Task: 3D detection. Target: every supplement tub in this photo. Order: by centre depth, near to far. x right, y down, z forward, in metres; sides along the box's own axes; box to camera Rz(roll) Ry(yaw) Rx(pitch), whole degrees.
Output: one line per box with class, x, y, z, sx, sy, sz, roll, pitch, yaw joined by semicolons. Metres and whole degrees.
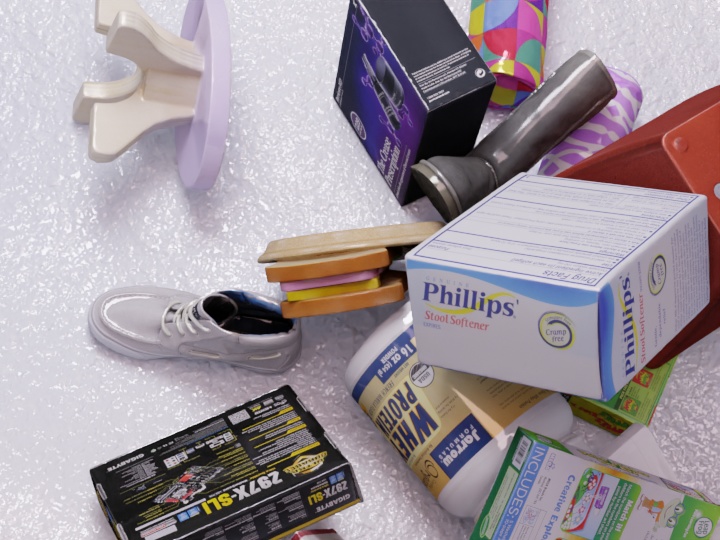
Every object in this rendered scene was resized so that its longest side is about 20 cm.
supplement tub;0.096;0.125;1.614;0.144;0.145;0.200;-36;75;-18

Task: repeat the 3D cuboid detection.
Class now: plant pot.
plant pot;0.314;-0.060;1.635;0.199;0.176;0.201;-30;84;-23

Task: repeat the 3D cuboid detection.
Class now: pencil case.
pencil case;0.208;-0.103;1.759;0.085;0.084;0.201;12;63;23
pencil case;0.148;-0.251;1.814;0.088;0.088;0.201;8;69;-3

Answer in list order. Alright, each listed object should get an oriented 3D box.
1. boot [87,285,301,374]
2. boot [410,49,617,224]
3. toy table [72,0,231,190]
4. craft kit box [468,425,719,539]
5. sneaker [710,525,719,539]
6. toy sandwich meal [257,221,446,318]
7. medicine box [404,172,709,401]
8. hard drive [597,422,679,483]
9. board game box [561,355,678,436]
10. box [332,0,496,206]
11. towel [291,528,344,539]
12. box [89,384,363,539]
boot;-0.149;0.040;1.650;0.199;0.096;0.074;8;67;-2
boot;0.144;-0.121;1.654;0.200;0.182;0.073;-35;85;4
toy table;-0.192;-0.178;1.704;0.116;0.184;0.201;7;53;-20
craft kit box;0.182;0.254;1.537;0.197;0.049;0.201;21;96;-20
sneaker;0.334;0.278;1.624;0.080;0.071;0.201;26;64;23
toy sandwich meal;0.000;0.000;1.640;0.204;0.205;0.071;-6;89;-8
medicine box;0.167;0.007;1.517;0.181;0.103;0.200;10;30;34
hard drive;0.205;0.247;1.605;0.200;0.027;0.132;-38;110;-19
board game box;0.255;0.050;1.714;0.101;0.048;0.201;25;67;5
box;0.046;-0.170;1.702;0.079;0.200;0.142;-24;71;-15
towel;0.025;0.295;1.539;0.023;0.144;0.200;-45;77;2
box;-0.119;0.185;1.567;0.199;0.050;0.160;-23;30;-13
